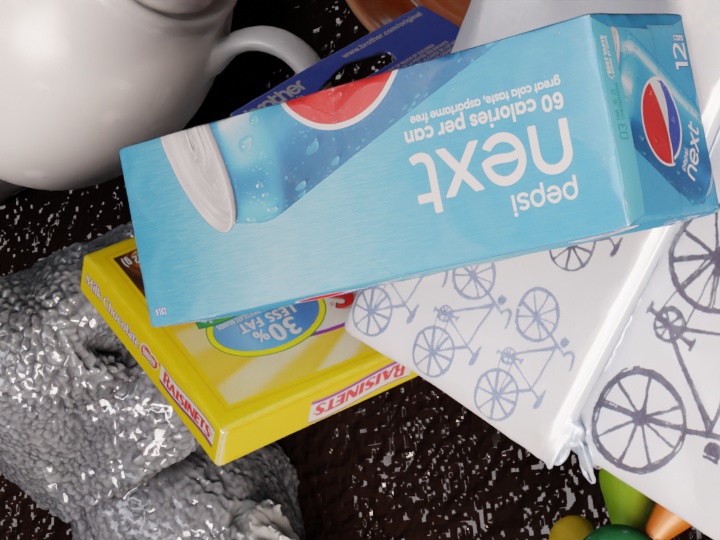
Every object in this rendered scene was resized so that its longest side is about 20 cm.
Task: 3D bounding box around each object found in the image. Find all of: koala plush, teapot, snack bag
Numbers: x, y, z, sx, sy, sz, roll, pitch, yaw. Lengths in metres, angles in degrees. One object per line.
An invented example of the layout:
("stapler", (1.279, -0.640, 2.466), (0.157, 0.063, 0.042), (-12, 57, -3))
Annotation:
("koala plush", (-0.090, 0.086, 0.854), (0.177, 0.184, 0.200), (-23, 90, 42))
("teapot", (-0.122, -0.139, 0.891), (0.146, 0.200, 0.198), (-28, 62, 33))
("snack bag", (0.101, -0.012, 0.662), (0.200, 0.021, 0.189), (33, 112, 26))

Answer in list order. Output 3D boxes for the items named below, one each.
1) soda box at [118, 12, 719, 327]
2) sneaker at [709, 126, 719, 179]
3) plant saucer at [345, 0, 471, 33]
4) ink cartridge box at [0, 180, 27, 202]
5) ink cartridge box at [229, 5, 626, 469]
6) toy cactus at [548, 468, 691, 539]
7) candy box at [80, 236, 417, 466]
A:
("soda box", (0.014, -0.031, 0.668), (0.200, 0.064, 0.068), (-12, 88, 36))
("sneaker", (0.125, -0.052, 0.698), (0.200, 0.070, 0.093), (40, 121, 20))
("plant saucer", (0.070, -0.180, 0.858), (0.200, 0.032, 0.201), (-6, 79, 35))
("ink cartridge box", (-0.222, -0.148, 0.987), (0.086, 0.148, 0.200), (-29, 66, 27))
("ink cartridge box", (0.056, -0.021, 0.775), (0.200, 0.119, 0.042), (39, 143, 22))
("toy cactus", (0.103, 0.150, 0.709), (0.102, 0.165, 0.200), (-37, 56, 47))
("candy box", (0.000, 0.000, 0.791), (0.102, 0.200, 0.026), (50, 146, 28))
